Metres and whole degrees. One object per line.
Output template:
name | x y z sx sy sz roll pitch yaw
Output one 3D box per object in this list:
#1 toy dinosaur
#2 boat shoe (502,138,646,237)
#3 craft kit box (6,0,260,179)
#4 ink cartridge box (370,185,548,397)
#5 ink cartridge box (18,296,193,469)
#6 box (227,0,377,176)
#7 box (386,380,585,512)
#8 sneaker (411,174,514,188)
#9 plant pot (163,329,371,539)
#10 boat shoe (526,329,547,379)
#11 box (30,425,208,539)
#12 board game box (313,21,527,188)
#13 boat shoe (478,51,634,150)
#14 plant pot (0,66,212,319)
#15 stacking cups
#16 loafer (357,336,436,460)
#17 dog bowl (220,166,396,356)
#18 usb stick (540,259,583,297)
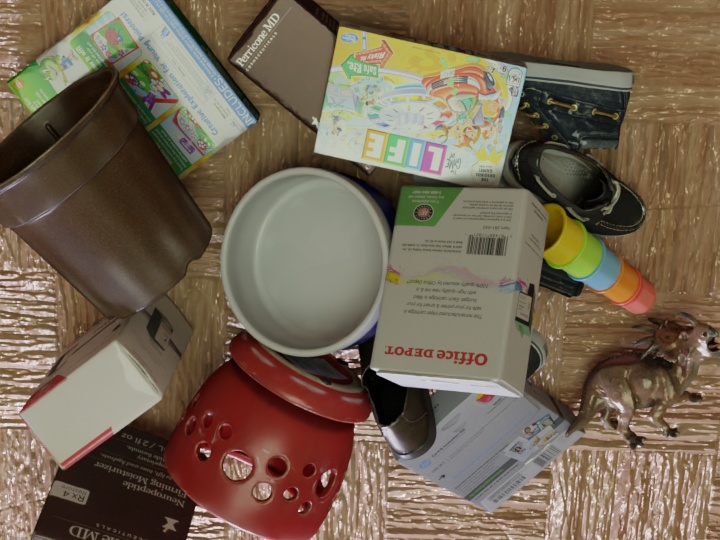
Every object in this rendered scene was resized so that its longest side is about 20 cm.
toy dinosaur | 0.319 0.121 1.601 0.198 0.086 0.137 -18 109 11
boat shoe | 0.243 -0.088 1.505 0.199 0.060 0.075 27 78 -29
craft kit box | -0.245 -0.186 1.516 0.197 0.049 0.201 -35 106 10
ink cartridge box | 0.104 0.021 1.434 0.143 0.084 0.202 3 74 26
ink cartridge box | -0.276 0.111 1.540 0.145 0.200 0.085 -36 101 12
box | -0.034 -0.206 1.491 0.199 0.075 0.100 38 106 -10
box | 0.146 0.190 1.599 0.156 0.041 0.199 -43 136 14
sneaker | 0.121 -0.086 1.538 0.115 0.074 0.201 -27 100 14
plant pot | -0.098 0.175 1.569 0.199 0.201 0.184 25 100 -8
boat shoe | 0.104 0.069 1.499 0.198 0.057 0.069 18 132 29
box | -0.287 0.306 1.596 0.164 0.201 0.165 20 125 -7
board game box | 0.061 -0.169 1.445 0.198 0.034 0.136 11 108 -3
boat shoe | 0.192 -0.180 1.496 0.198 0.071 0.092 6 106 -4
plant pot | -0.270 -0.069 1.445 0.199 0.201 0.199 -32 114 12
stacking cups | 0.260 -0.008 1.527 0.199 0.061 0.061 28 110 -38
loafer | 0.035 0.109 1.543 0.073 0.201 0.071 -29 140 13
dog bowl | -0.049 -0.010 1.515 0.198 0.079 0.203 0 91 21
usb stick | 0.156 -0.018 1.565 0.198 0.055 0.033 22 98 -7
